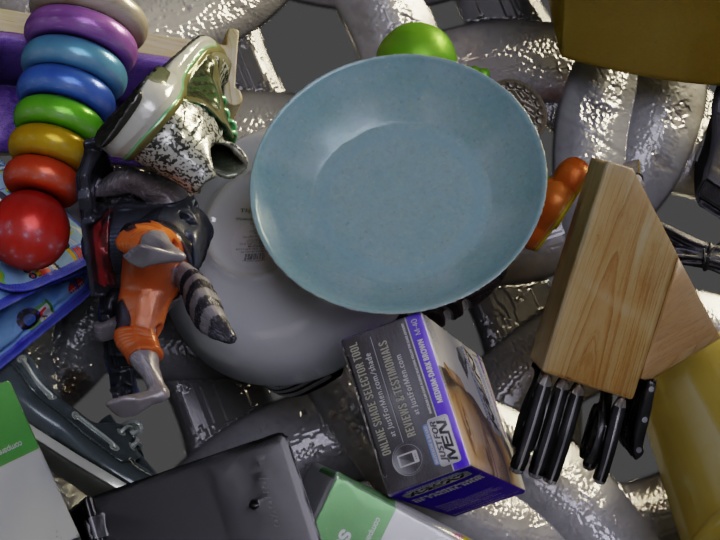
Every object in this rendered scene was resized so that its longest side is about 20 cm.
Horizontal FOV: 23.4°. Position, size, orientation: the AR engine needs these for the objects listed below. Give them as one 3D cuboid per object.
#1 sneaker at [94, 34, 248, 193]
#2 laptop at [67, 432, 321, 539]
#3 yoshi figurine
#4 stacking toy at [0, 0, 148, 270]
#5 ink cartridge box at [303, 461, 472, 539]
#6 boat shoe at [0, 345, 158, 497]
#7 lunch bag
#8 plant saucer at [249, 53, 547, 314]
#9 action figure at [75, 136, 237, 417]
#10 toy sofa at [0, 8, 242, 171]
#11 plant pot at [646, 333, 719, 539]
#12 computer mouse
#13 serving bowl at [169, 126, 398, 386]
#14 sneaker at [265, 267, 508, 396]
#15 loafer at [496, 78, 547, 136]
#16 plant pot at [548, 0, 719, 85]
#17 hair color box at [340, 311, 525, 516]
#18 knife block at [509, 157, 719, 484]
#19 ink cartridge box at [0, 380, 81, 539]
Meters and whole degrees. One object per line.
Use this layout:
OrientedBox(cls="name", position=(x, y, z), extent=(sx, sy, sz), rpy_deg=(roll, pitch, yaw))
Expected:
OrientedBox(cls="sneaker", position=(-0.113, -0.095, 1.173), extent=(0.089, 0.077, 0.200), rpy_deg=(45, 21, -7))
OrientedBox(cls="laptop", position=(-0.114, 0.232, 1.122), extent=(0.116, 0.200, 0.188), rpy_deg=(-7, 71, -36))
OrientedBox(cls="yoshi figurine", position=(0.076, -0.110, 1.273), extent=(0.200, 0.112, 0.112), rpy_deg=(33, 70, 6))
OrientedBox(cls="stacking toy", position=(-0.208, -0.095, 1.180), extent=(0.085, 0.085, 0.201), rpy_deg=(17, 69, -9))
OrientedBox(cls="ink cartridge box", position=(0.044, 0.214, 1.179), extent=(0.199, 0.145, 0.088), rpy_deg=(27, 83, -6))
OrientedBox(cls="boat shoe", position=(-0.179, 0.120, 1.199), extent=(0.200, 0.073, 0.062), rpy_deg=(31, 67, 3))
OrientedBox(cls="lunch bag", position=(-0.282, -0.004, 1.202), extent=(0.150, 0.094, 0.200), rpy_deg=(36, 50, 22))
OrientedBox(cls="plant saucer", position=(0.026, -0.053, 1.176), extent=(0.200, 0.039, 0.202), rpy_deg=(-3, 62, 6))
OrientedBox(cls="action figure", position=(-0.130, 0.018, 1.145), extent=(0.104, 0.201, 0.194), rpy_deg=(-5, 28, -1))
OrientedBox(cls="toy sofa", position=(-0.191, -0.133, 1.288), extent=(0.199, 0.083, 0.098), rpy_deg=(8, 66, -14))
OrientedBox(cls="plant pot", position=(0.304, 0.149, 1.276), extent=(0.200, 0.201, 0.189), rpy_deg=(-14, 58, -21))
OrientedBox(cls="computer mouse", position=(0.283, -0.081, 1.435), extent=(0.140, 0.046, 0.201), rpy_deg=(10, 68, -1))
OrientedBox(cls="serving bowl", position=(-0.060, -0.022, 1.238), extent=(0.199, 0.066, 0.201), rpy_deg=(-8, 66, 18))
OrientedBox(cls="sneaker", position=(0.000, 0.000, 1.275), extent=(0.199, 0.076, 0.116), rpy_deg=(-27, 68, -1))
OrientedBox(cls="loafer", position=(0.063, -0.065, 1.348), extent=(0.200, 0.068, 0.076), rpy_deg=(-38, 82, -9))
OrientedBox(cls="plant pot", position=(0.238, -0.272, 1.404), extent=(0.176, 0.200, 0.201), rpy_deg=(-7, 57, 1))
OrientedBox(cls="hair color box", position=(0.054, 0.104, 1.204), extent=(0.065, 0.200, 0.110), rpy_deg=(-21, 74, 12))
OrientedBox(cls="knife block", position=(0.153, 0.044, 1.231), extent=(0.175, 0.064, 0.201), rpy_deg=(-29, 97, 0))
OrientedBox(cls="ink cartridge box", position=(-0.242, 0.189, 1.071), extent=(0.083, 0.146, 0.201), rpy_deg=(-24, 89, -49))
